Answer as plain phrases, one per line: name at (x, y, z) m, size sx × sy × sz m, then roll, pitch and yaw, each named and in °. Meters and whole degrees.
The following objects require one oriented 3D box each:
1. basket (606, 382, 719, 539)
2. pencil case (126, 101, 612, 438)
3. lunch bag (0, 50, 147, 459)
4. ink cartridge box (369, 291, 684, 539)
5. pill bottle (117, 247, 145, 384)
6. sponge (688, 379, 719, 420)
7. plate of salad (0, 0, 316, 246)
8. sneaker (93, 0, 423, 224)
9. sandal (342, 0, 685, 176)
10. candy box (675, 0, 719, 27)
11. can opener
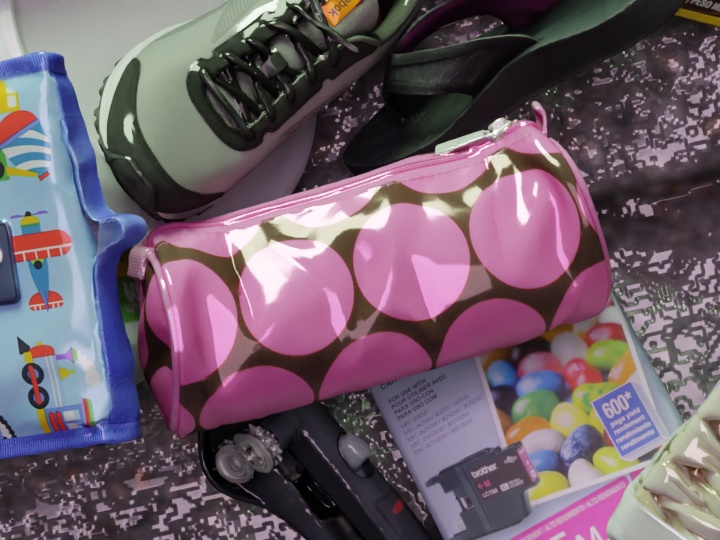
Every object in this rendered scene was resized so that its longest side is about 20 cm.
basket at (0.214, 0.093, 0.711) m, size 0.199 × 0.135 × 0.124 m, roll 35°, pitch 108°, yaw 13°
pencil case at (0.000, 0.000, 0.800) m, size 0.198 × 0.091 × 0.095 m, roll -18°, pitch 109°, yaw -10°
lunch bag at (-0.169, 0.002, 0.769) m, size 0.198 × 0.094 × 0.152 m, roll -10°, pitch 92°, yaw 27°
ink cartridge box at (0.069, 0.051, 0.858) m, size 0.119 × 0.042 × 0.201 m, roll -29°, pitch 68°, yaw 6°
pill bottle at (-0.172, -0.033, 0.880) m, size 0.110 × 0.111 × 0.202 m, roll -24°, pitch 80°, yaw 4°
sponge at (0.245, 0.101, 0.845) m, size 0.199 × 0.030 × 0.112 m, roll 37°, pitch 88°, yaw 12°
plate of salad at (-0.106, -0.101, 0.864) m, size 0.048 × 0.199 × 0.202 m, roll -28°, pitch 76°, yaw 48°
sneaker at (-0.041, -0.094, 0.828) m, size 0.074 × 0.079 × 0.200 m, roll 53°, pitch 49°, yaw -10°
sandal at (0.060, -0.103, 0.843) m, size 0.200 × 0.076 × 0.048 m, roll -29°, pitch 115°, yaw 38°
candy box at (0.124, -0.160, 0.825) m, size 0.198 × 0.103 × 0.027 m, roll 12°, pitch 49°, yaw -16°
can opener at (0.000, 0.113, 0.854) m, size 0.200 × 0.079 × 0.063 m, roll 50°, pitch 130°, yaw 2°
